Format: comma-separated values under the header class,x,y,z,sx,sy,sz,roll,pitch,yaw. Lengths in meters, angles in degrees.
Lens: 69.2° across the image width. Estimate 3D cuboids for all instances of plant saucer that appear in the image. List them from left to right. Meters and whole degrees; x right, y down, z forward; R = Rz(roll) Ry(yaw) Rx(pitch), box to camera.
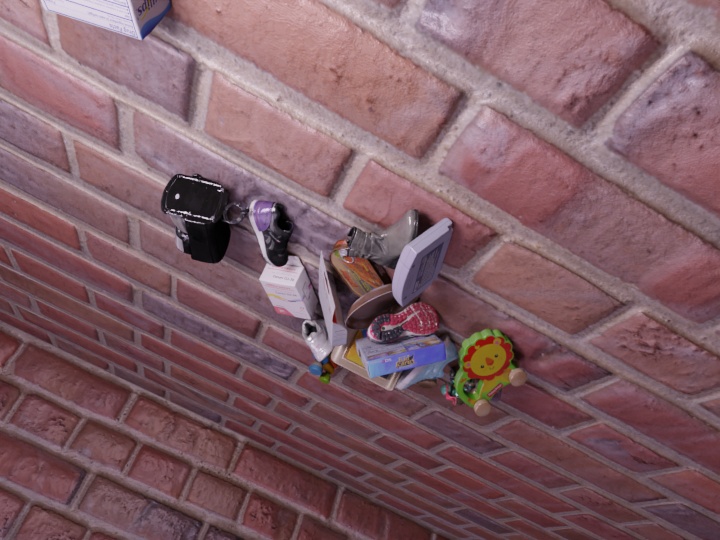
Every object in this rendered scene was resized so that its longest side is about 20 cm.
class,x,y,z,sx,sy,sz,roll,pitch,yaw
plant saucer,0.049,0.085,1.275,0.194,0.033,0.202,-21,155,-10

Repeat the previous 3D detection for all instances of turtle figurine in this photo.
class,x,y,z,sx,sy,sz,roll,pitch,yaw
turtle figurine,0.293,0.330,1.475,0.194,0.104,0.149,16,-179,-22

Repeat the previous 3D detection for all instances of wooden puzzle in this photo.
class,x,y,z,sx,sy,sz,roll,pitch,yaw
wooden puzzle,0.041,0.202,1.405,0.195,0.190,0.037,27,-177,-5

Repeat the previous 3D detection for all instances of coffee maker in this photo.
class,x,y,z,sx,sy,sz,roll,pitch,yaw
coffee maker,-0.362,-0.105,1.230,0.189,0.136,0.201,34,155,8

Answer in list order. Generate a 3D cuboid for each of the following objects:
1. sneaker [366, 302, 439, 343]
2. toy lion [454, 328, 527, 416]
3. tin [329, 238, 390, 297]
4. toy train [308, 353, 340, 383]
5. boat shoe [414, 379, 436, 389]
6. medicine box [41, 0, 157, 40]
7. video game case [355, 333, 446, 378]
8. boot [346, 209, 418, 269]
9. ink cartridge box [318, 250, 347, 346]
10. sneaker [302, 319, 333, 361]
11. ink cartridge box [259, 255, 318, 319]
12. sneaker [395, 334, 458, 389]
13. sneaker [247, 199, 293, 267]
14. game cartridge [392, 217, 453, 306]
class,x,y,z,sx,sy,sz,roll,pitch,yaw
sneaker,0.106,0.133,1.305,0.193,0.084,0.075,-7,163,-18
toy lion,0.316,0.251,1.333,0.190,0.069,0.200,38,107,-22
tin,0.000,0.000,1.268,0.109,0.043,0.202,-6,137,30
toy train,-0.098,0.314,1.683,0.082,0.118,0.202,1,141,28
boat shoe,0.193,0.315,1.564,0.069,0.067,0.201,10,165,2
medicine box,-0.404,-0.484,0.780,0.176,0.105,0.202,18,147,6
video game case,0.096,0.198,1.304,0.193,0.047,0.181,-12,-171,-8
boot,0.040,-0.067,1.098,0.126,0.070,0.201,12,150,-12
ink cartridge box,-0.067,0.070,1.296,0.046,0.164,0.203,-9,148,-12
sneaker,-0.124,0.171,1.483,0.100,0.077,0.200,49,-176,-16
ink cartridge box,-0.198,0.043,1.413,0.112,0.069,0.203,8,144,20
sneaker,0.183,0.269,1.406,0.199,0.074,0.082,-43,93,14
sneaker,-0.195,-0.079,1.245,0.084,0.078,0.203,2,142,17
game cartridge,0.125,-0.010,1.098,0.042,0.131,0.203,48,154,25
